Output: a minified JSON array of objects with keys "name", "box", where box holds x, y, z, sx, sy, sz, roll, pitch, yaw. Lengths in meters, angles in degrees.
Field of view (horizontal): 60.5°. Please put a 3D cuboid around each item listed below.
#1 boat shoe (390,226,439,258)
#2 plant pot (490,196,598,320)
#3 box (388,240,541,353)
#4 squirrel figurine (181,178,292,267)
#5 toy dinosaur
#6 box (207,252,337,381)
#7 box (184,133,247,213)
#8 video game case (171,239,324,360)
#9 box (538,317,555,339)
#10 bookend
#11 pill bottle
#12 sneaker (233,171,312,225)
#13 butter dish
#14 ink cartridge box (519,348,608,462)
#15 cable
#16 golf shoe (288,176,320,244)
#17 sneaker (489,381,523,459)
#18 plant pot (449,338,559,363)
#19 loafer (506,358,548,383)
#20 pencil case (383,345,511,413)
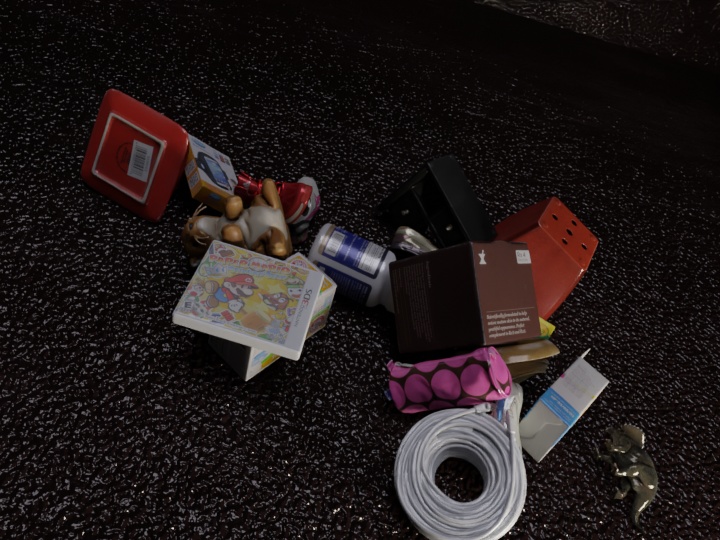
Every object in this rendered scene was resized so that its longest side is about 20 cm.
[{"name":"boat shoe","box":[0.149,-0.014,1.307,0.199,0.072,0.065,35,69,-6]},{"name":"plant pot","box":[0.377,-0.033,1.298,0.200,0.176,0.200,44,43,1]},{"name":"box","box":[0.178,0.049,1.077,0.164,0.198,0.168,-1,81,-40]},{"name":"squirrel figurine","box":[-0.225,-0.058,1.133,0.183,0.200,0.144,-13,76,0]},{"name":"toy dinosaur","box":[0.469,0.339,1.063,0.100,0.078,0.202,1,42,-12]},{"name":"box","box":[-0.148,0.073,1.051,0.101,0.114,0.199,38,46,21]},{"name":"box","box":[-0.312,-0.204,1.290,0.118,0.041,0.202,27,31,-47]},{"name":"video game case","box":[-0.170,0.041,0.976,0.197,0.023,0.183,17,41,-2]},{"name":"box","box":[0.275,0.083,1.217,0.199,0.117,0.049,35,81,13]},{"name":"bookend","box":[0.161,-0.111,1.348,0.091,0.199,0.201,-25,84,-40]},{"name":"pill bottle","box":[0.000,0.000,1.189,0.197,0.117,0.116,25,41,3]},{"name":"sneaker","box":[-0.182,-0.145,1.195,0.115,0.199,0.080,29,66,-28]},{"name":"butter dish","box":[-0.420,-0.228,1.228,0.197,0.202,0.148,29,18,8]},{"name":"ink cartridge box","box":[0.364,0.234,1.096,0.068,0.116,0.199,42,45,22]},{"name":"cable","box":[0.148,0.308,0.925,0.196,0.070,0.203,-5,56,0]},{"name":"golf shoe","box":[-0.120,-0.148,1.312,0.071,0.093,0.202,14,41,-6]},{"name":"sneaker","box":[0.233,0.280,1.019,0.071,0.072,0.203,1,59,11]},{"name":"plant pot","box":[0.251,0.143,1.100,0.197,0.199,0.028,-6,86,-27]},{"name":"loafer","box":[0.252,0.196,1.121,0.196,0.076,0.070,-6,83,-14]},{"name":"pencil case","box":[0.140,0.175,1.002,0.091,0.197,0.095,-33,105,-62]}]
